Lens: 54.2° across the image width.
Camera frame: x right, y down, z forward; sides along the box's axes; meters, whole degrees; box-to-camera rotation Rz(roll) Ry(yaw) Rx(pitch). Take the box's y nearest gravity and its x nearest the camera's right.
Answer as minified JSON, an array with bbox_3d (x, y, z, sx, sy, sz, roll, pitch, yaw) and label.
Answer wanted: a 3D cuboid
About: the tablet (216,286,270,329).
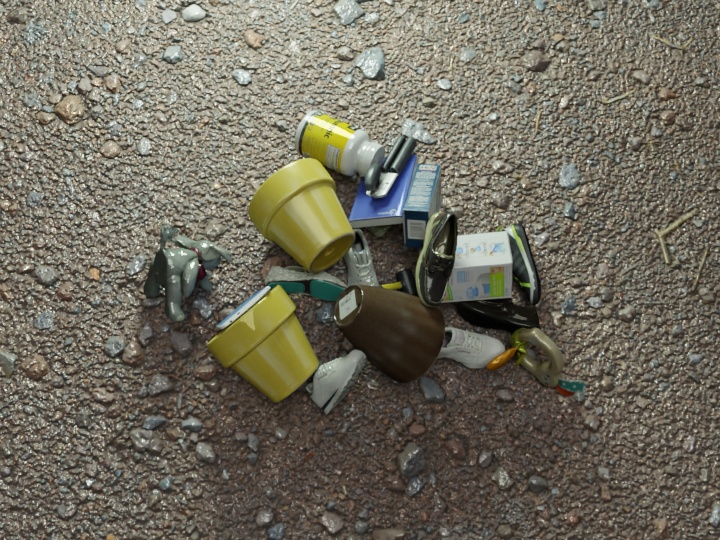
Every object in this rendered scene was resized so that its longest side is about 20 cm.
[{"bbox_3d":[-0.253,0.083,1.502,0.130,0.200,0.014,-41,95,-14],"label":"tablet"}]

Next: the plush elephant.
[{"bbox_3d":[-0.376,-0.008,1.555,0.153,0.164,0.203,-3,109,-41],"label":"plush elephant"}]

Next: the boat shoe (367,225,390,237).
[{"bbox_3d":[0.073,-0.165,1.670,0.201,0.071,0.062,-50,126,-23],"label":"boat shoe"}]

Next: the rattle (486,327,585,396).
[{"bbox_3d":[0.388,0.235,1.536,0.201,0.129,0.143,57,43,-11],"label":"rattle"}]

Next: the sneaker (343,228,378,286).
[{"bbox_3d":[0.000,0.000,1.600,0.073,0.087,0.203,-15,77,-10],"label":"sneaker"}]

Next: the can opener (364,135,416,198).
[{"bbox_3d":[0.067,-0.247,1.609,0.053,0.067,0.201,9,54,31],"label":"can opener"}]

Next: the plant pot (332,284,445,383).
[{"bbox_3d":[0.044,0.112,1.476,0.199,0.186,0.189,30,70,-32],"label":"plant pot"}]

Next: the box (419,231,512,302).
[{"bbox_3d":[0.234,-0.005,1.570,0.196,0.113,0.102,-4,45,7],"label":"box"}]

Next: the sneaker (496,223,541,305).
[{"bbox_3d":[0.367,-0.011,1.651,0.082,0.072,0.203,-17,74,19],"label":"sneaker"}]

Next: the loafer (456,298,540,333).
[{"bbox_3d":[0.316,0.094,1.610,0.197,0.073,0.072,17,63,-4],"label":"loafer"}]

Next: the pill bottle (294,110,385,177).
[{"bbox_3d":[-0.046,-0.289,1.648,0.198,0.112,0.112,26,73,17],"label":"pill bottle"}]

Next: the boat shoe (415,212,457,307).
[{"bbox_3d":[0.162,-0.025,1.467,0.072,0.065,0.204,8,83,-21],"label":"boat shoe"}]

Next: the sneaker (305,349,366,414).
[{"bbox_3d":[-0.056,0.224,1.482,0.080,0.201,0.076,43,40,12],"label":"sneaker"}]

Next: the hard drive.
[{"bbox_3d":[0.055,-0.185,1.626,0.130,0.026,0.202,-4,48,23],"label":"hard drive"}]

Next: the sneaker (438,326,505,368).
[{"bbox_3d":[0.228,0.170,1.560,0.196,0.100,0.076,6,71,-4],"label":"sneaker"}]

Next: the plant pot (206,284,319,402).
[{"bbox_3d":[-0.192,0.166,1.492,0.200,0.201,0.190,-40,94,-14],"label":"plant pot"}]

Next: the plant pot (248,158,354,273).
[{"bbox_3d":[-0.116,-0.108,1.547,0.200,0.201,0.190,-34,72,-13],"label":"plant pot"}]

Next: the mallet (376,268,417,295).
[{"bbox_3d":[0.056,0.049,1.568,0.199,0.041,0.067,-19,81,-44],"label":"mallet"}]

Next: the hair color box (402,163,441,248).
[{"bbox_3d":[0.143,-0.149,1.595,0.060,0.101,0.201,5,38,13],"label":"hair color box"}]

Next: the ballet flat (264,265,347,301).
[{"bbox_3d":[-0.118,0.021,1.599,0.197,0.072,0.073,7,73,-2],"label":"ballet flat"}]
